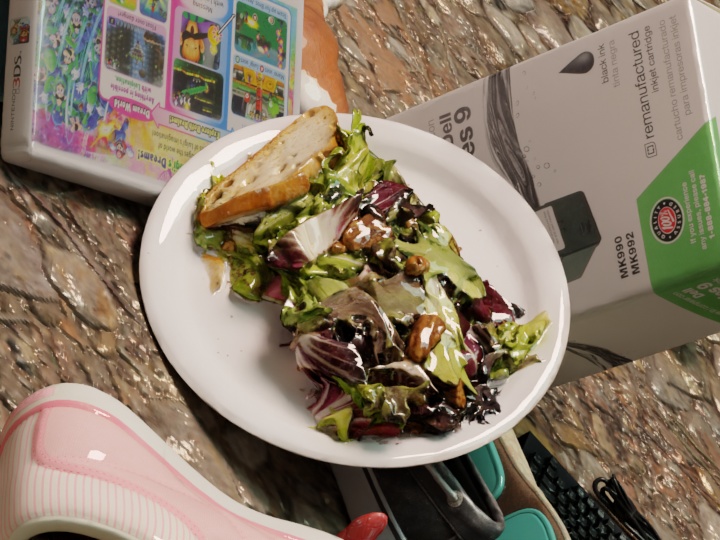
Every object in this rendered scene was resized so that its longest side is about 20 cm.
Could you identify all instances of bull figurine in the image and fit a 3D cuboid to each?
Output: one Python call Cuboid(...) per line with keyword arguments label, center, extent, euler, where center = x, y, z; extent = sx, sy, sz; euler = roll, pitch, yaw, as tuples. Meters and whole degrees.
Cuboid(label="bull figurine", center=(-0.060, -0.130, 1.526), extent=(0.200, 0.065, 0.122), euler=(44, 21, -21))

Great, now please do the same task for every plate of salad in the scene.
Cuboid(label="plate of salad", center=(0.000, 0.000, 1.339), extent=(0.199, 0.048, 0.201), euler=(7, 51, -8))

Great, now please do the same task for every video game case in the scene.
Cuboid(label="video game case", center=(-0.092, -0.121, 1.389), extent=(0.200, 0.024, 0.183), euler=(17, 72, -54))

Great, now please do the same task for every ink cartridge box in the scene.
Cuboid(label="ink cartridge box", center=(0.112, -0.030, 1.488), extent=(0.084, 0.199, 0.147), euler=(19, 57, -50))

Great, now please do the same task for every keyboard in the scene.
Cuboid(label="keyboard", center=(0.149, 0.161, 1.541), extent=(0.200, 0.021, 0.127), euler=(48, 23, -11))

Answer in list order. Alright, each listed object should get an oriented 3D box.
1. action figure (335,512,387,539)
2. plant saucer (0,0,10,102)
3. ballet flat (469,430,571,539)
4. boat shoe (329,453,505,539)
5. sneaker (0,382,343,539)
Cuboid(label="action figure", center=(0.030, 0.190, 1.239), extent=(0.065, 0.052, 0.201), euler=(36, 29, -38))
Cuboid(label="plant saucer", center=(-0.111, -0.096, 1.394), extent=(0.200, 0.019, 0.070), euler=(14, 76, -54))
Cuboid(label="ballet flat", center=(0.072, 0.128, 1.388), extent=(0.062, 0.067, 0.201), euler=(44, 22, -42))
Cuboid(label="boat shoe", center=(0.010, 0.051, 1.377), extent=(0.073, 0.068, 0.200), euler=(25, 34, -47))
Cuboid(label="sneaker", center=(-0.057, 0.131, 1.120), extent=(0.200, 0.075, 0.105), euler=(36, 21, -16))
